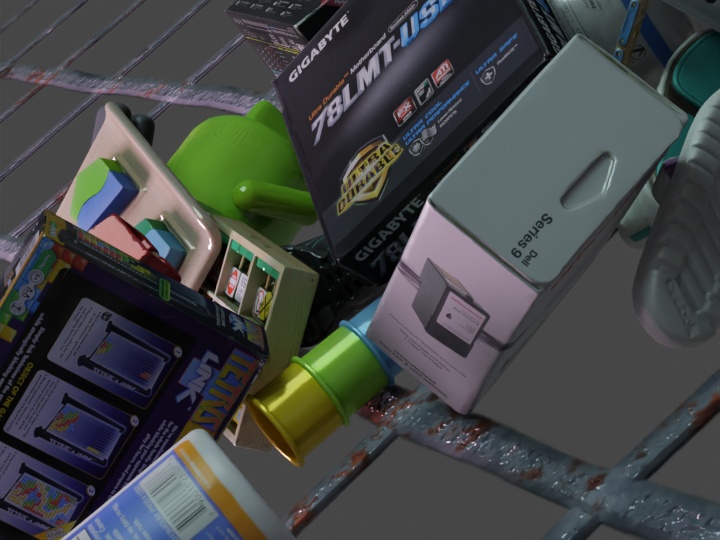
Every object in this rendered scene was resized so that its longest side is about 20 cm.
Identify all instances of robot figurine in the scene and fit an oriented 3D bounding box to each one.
[{"bbox_3d":[-0.111,-0.040,1.686,0.175,0.116,0.200,-26,25,48],"label":"robot figurine"}]

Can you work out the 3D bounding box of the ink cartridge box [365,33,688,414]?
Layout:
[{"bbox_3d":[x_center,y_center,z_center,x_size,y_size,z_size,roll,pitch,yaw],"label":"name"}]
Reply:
[{"bbox_3d":[0.092,-0.023,1.242,0.146,0.084,0.200,-48,-8,-24],"label":"ink cartridge box"}]

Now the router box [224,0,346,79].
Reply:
[{"bbox_3d":[-0.018,-0.166,1.758,0.062,0.150,0.200,-40,21,-9],"label":"router box"}]

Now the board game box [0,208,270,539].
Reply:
[{"bbox_3d":[-0.178,0.087,1.371,0.200,0.165,0.057,-56,18,13],"label":"board game box"}]

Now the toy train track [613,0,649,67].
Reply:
[{"bbox_3d":[0.170,-0.113,1.364,0.115,0.032,0.201,-40,-32,-61],"label":"toy train track"}]

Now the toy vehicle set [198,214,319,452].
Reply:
[{"bbox_3d":[-0.085,0.039,1.509,0.200,0.026,0.125,-149,74,-69],"label":"toy vehicle set"}]

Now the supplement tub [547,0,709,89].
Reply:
[{"bbox_3d":[0.133,-0.148,1.500,0.200,0.132,0.132,-32,21,17],"label":"supplement tub"}]

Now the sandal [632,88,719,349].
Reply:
[{"bbox_3d":[0.196,-0.038,1.237,0.050,0.083,0.203,-20,27,49],"label":"sandal"}]

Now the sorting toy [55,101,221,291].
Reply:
[{"bbox_3d":[-0.191,0.000,1.619,0.185,0.036,0.201,48,120,42],"label":"sorting toy"}]

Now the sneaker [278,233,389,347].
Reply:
[{"bbox_3d":[0.000,0.000,1.520,0.079,0.076,0.200,-14,-8,-44],"label":"sneaker"}]

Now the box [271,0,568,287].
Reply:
[{"bbox_3d":[0.039,-0.124,1.420,0.200,0.050,0.199,-44,42,22],"label":"box"}]

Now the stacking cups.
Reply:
[{"bbox_3d":[0.016,0.041,1.399,0.200,0.061,0.060,-40,20,-15],"label":"stacking cups"}]

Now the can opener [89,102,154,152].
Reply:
[{"bbox_3d":[-0.215,-0.033,1.746,0.067,0.053,0.201,-8,67,43],"label":"can opener"}]

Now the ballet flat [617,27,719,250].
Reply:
[{"bbox_3d":[0.202,-0.084,1.361,0.069,0.070,0.200,-20,27,38],"label":"ballet flat"}]

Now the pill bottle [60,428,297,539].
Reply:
[{"bbox_3d":[-0.133,0.194,1.237,0.200,0.112,0.112,-40,21,-5],"label":"pill bottle"}]

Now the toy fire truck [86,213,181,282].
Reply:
[{"bbox_3d":[-0.166,0.067,1.459,0.141,0.200,0.049,-40,53,-8],"label":"toy fire truck"}]

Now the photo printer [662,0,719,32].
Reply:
[{"bbox_3d":[0.237,-0.229,1.410,0.167,0.199,0.070,-58,-4,-45],"label":"photo printer"}]
